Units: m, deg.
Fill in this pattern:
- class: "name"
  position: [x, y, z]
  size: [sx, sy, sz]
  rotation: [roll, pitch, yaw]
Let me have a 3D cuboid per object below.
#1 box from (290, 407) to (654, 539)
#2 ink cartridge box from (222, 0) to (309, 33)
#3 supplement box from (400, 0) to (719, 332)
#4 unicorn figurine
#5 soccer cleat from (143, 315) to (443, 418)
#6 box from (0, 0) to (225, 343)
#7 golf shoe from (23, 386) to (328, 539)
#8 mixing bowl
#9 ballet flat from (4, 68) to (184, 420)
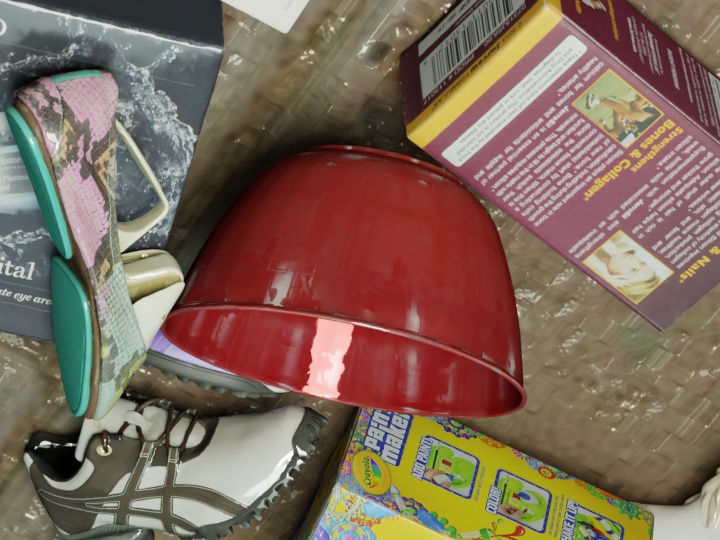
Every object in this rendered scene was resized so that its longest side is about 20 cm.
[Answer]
- class: "box"
  position: [0.043, 0.209, 1.629]
  size: [0.192, 0.122, 0.201]
  rotation: [25, 120, -3]
- class: "ink cartridge box"
  position: [-0.106, -0.212, 1.364]
  size: [0.199, 0.116, 0.067]
  rotation: [26, 118, -20]
- class: "supplement box"
  position: [0.130, -0.074, 1.492]
  size: [0.200, 0.086, 0.110]
  rotation: [36, 118, -25]
- class: "unicorn figurine"
  position: [0.206, 0.165, 1.666]
  size: [0.199, 0.074, 0.138]
  rotation: [-11, 113, 9]
- class: "soccer cleat"
  position: [-0.033, 0.035, 1.575]
  size: [0.199, 0.068, 0.074]
  rotation: [7, 100, -6]
- class: "box"
  position: [-0.190, -0.081, 1.444]
  size: [0.195, 0.118, 0.201]
  rotation: [12, 121, -13]
- class: "golf shoe"
  position: [-0.113, 0.108, 1.581]
  size: [0.199, 0.078, 0.095]
  rotation: [-24, 113, 30]
- class: "mixing bowl"
  position: [0.000, 0.000, 1.462]
  size: [0.199, 0.109, 0.200]
  rotation: [10, 166, 3]
- class: "ballet flat"
  position: [-0.128, -0.013, 1.393]
  size: [0.071, 0.069, 0.201]
  rotation: [-19, 125, -17]
